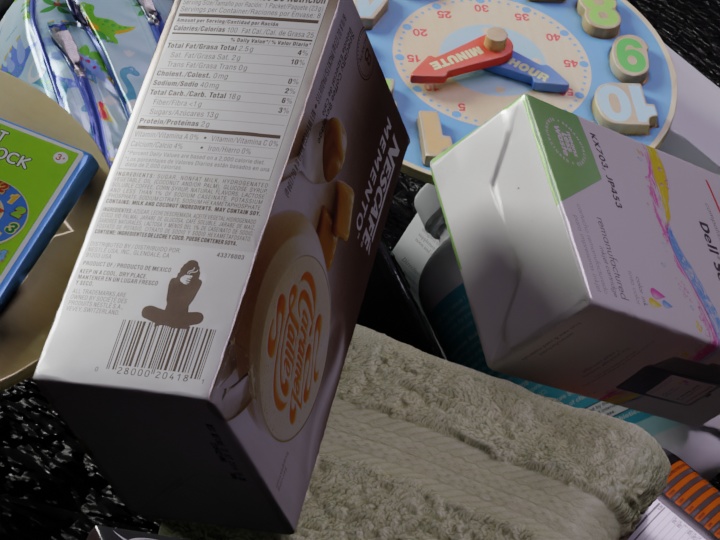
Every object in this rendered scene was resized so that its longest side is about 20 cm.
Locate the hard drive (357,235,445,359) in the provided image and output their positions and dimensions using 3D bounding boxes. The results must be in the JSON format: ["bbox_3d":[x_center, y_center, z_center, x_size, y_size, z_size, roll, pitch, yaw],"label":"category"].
[{"bbox_3d":[0.000,0.000,1.091,0.200,0.038,0.140,61,4,-36],"label":"hard drive"}]

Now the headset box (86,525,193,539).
[{"bbox_3d":[-0.017,0.190,0.749,0.148,0.075,0.200,14,28,-38],"label":"headset box"}]

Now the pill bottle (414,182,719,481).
[{"bbox_3d":[0.101,0.036,1.114,0.111,0.111,0.201,-3,63,-56],"label":"pill bottle"}]

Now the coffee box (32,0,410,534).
[{"bbox_3d":[-0.051,-0.008,0.887,0.079,0.115,0.201,5,58,20],"label":"coffee box"}]

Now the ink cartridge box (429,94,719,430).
[{"bbox_3d":[0.134,0.002,1.023,0.199,0.067,0.118,17,48,-44],"label":"ink cartridge box"}]

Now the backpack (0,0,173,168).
[{"bbox_3d":[-0.126,-0.053,1.039,0.153,0.163,0.200,-7,50,-46],"label":"backpack"}]

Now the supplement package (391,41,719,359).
[{"bbox_3d":[0.151,-0.007,1.234,0.191,0.200,0.147,44,24,25],"label":"supplement package"}]

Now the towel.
[{"bbox_3d":[0.018,0.091,0.916,0.199,0.037,0.148,20,48,22],"label":"towel"}]

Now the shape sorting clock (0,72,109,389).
[{"bbox_3d":[-0.200,-0.019,0.891,0.199,0.039,0.201,4,53,-5],"label":"shape sorting clock"}]

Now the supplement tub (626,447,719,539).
[{"bbox_3d":[0.144,0.163,0.967,0.200,0.123,0.122,40,22,18],"label":"supplement tub"}]

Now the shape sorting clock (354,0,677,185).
[{"bbox_3d":[0.069,-0.110,1.120,0.199,0.039,0.201,5,50,-6],"label":"shape sorting clock"}]
